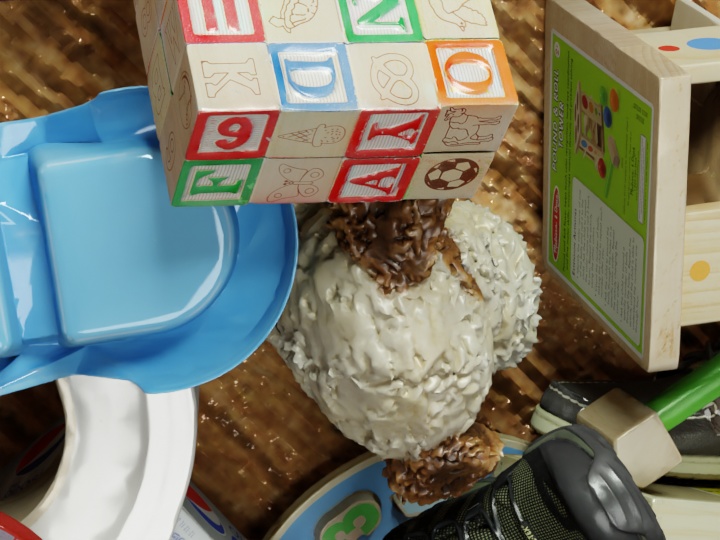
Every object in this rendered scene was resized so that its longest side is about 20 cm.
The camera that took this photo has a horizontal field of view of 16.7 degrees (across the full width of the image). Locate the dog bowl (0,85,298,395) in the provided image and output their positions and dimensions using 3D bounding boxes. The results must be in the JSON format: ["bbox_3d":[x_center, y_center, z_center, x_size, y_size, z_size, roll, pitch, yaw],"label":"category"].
[{"bbox_3d":[-0.123,-0.007,0.907,0.199,0.050,0.112,-9,97,-4],"label":"dog bowl"}]

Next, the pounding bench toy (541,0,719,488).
[{"bbox_3d":[0.171,-0.013,1.053,0.155,0.124,0.201,-7,112,-16],"label":"pounding bench toy"}]

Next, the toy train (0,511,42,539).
[{"bbox_3d":[-0.140,0.115,0.934,0.200,0.034,0.046,35,93,-8],"label":"toy train"}]

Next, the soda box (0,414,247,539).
[{"bbox_3d":[-0.072,0.148,1.077,0.068,0.063,0.200,-41,108,4],"label":"soda box"}]

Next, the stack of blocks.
[{"bbox_3d":[-0.024,-0.123,0.893,0.115,0.201,0.059,-3,149,-18],"label":"stack of blocks"}]

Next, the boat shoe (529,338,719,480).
[{"bbox_3d":[0.175,0.061,1.143,0.200,0.072,0.066,7,102,-20],"label":"boat shoe"}]

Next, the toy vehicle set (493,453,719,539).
[{"bbox_3d":[0.175,0.112,1.122,0.199,0.124,0.027,7,92,-29],"label":"toy vehicle set"}]

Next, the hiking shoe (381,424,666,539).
[{"bbox_3d":[0.055,0.126,1.025,0.100,0.200,0.076,-33,86,-23],"label":"hiking shoe"}]

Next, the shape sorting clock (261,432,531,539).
[{"bbox_3d":[0.031,0.167,1.164,0.199,0.039,0.201,-8,120,-15],"label":"shape sorting clock"}]

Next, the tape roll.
[{"bbox_3d":[-0.164,0.054,0.976,0.201,0.071,0.204,0,100,-2],"label":"tape roll"}]

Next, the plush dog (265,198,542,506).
[{"bbox_3d":[0.000,0.000,0.984,0.160,0.172,0.201,-21,123,-7],"label":"plush dog"}]
